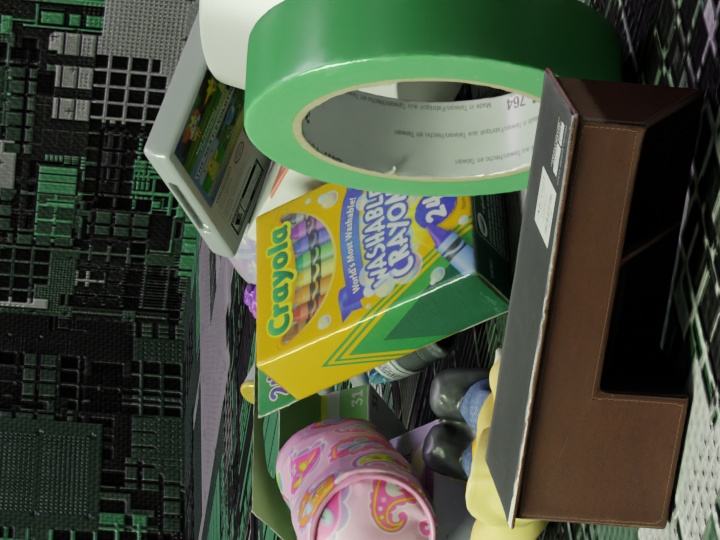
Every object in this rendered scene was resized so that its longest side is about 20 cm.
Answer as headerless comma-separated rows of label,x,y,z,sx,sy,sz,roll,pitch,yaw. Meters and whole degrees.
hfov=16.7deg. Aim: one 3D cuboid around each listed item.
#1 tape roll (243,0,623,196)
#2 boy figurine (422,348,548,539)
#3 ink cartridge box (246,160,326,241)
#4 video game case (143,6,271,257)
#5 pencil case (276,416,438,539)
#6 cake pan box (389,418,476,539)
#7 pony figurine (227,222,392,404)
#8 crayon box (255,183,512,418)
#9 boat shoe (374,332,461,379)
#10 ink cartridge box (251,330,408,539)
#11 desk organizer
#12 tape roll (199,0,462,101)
tape roll,0.038,-0.094,1.282,0.201,0.199,0.049,119,154,-71
boy figurine,0.078,0.111,1.386,0.200,0.064,0.125,-117,35,-80
ink cartridge box,-0.010,-0.115,1.733,0.117,0.067,0.201,124,167,-52
video game case,-0.081,-0.132,1.658,0.182,0.022,0.201,61,-133,-67
pencil case,-0.004,0.147,1.540,0.200,0.087,0.088,-143,58,-81
cake pan box,0.050,0.194,1.584,0.200,0.052,0.186,143,133,-79
pony figurine,-0.033,0.036,1.902,0.194,0.165,0.201,63,-147,-42
crayon box,0.000,0.000,1.577,0.052,0.199,0.126,40,-145,-41
boat shoe,0.053,-0.023,1.635,0.068,0.072,0.201,-23,41,43
ink cartridge box,-0.013,0.145,1.713,0.200,0.048,0.146,53,-150,-51
desk organizer,0.113,0.016,1.131,0.072,0.076,0.202,-107,22,-68
tape roll,-0.001,-0.199,1.571,0.203,0.138,0.204,17,-90,-73
